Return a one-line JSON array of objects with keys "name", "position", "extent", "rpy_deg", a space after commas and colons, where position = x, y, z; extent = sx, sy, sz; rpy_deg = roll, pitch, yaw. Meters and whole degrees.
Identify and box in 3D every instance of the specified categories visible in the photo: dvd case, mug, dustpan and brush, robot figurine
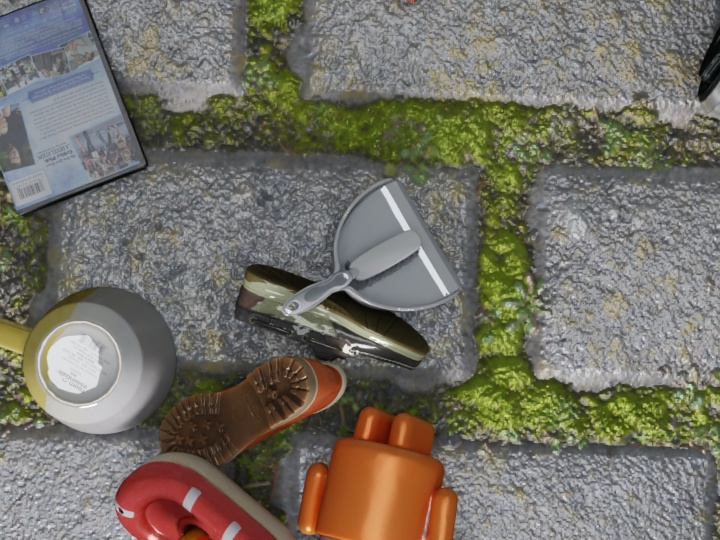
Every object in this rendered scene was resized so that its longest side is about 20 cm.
[{"name": "dvd case", "position": [-0.317, -0.173, 1.670], "extent": [0.142, 0.018, 0.201], "rpy_deg": [-21, 87, -2]}, {"name": "mug", "position": [-0.280, 0.094, 1.593], "extent": [0.186, 0.153, 0.150], "rpy_deg": [-14, 89, -1]}, {"name": "dustpan and brush", "position": [0.000, 0.000, 1.613], "extent": [0.200, 0.057, 0.140], "rpy_deg": [-30, 86, -22]}, {"name": "robot figurine", "position": [0.015, 0.239, 1.605], "extent": [0.143, 0.117, 0.201], "rpy_deg": [14, 80, -8]}]

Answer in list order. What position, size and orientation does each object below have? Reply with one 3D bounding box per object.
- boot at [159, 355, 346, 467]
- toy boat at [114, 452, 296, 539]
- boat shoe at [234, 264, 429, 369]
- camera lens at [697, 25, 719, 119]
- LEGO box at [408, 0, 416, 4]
[{"name": "boot", "position": [-0.106, 0.144, 1.633], "extent": [0.199, 0.107, 0.075], "rpy_deg": [-26, 80, 26]}, {"name": "toy boat", "position": [-0.163, 0.274, 1.574], "extent": [0.200, 0.131, 0.131], "rpy_deg": [36, 49, 18]}, {"name": "boat shoe", "position": [-0.031, 0.058, 1.644], "extent": [0.200, 0.072, 0.066], "rpy_deg": [23, 109, -4]}, {"name": "camera lens", "position": [0.447, -0.191, 1.610], "extent": [0.199, 0.160, 0.160], "rpy_deg": [28, 88, 0]}, {"name": "LEGO box", "position": [0.050, -0.399, 1.655], "extent": [0.149, 0.077, 0.200], "rpy_deg": [34, 88, 1]}]
